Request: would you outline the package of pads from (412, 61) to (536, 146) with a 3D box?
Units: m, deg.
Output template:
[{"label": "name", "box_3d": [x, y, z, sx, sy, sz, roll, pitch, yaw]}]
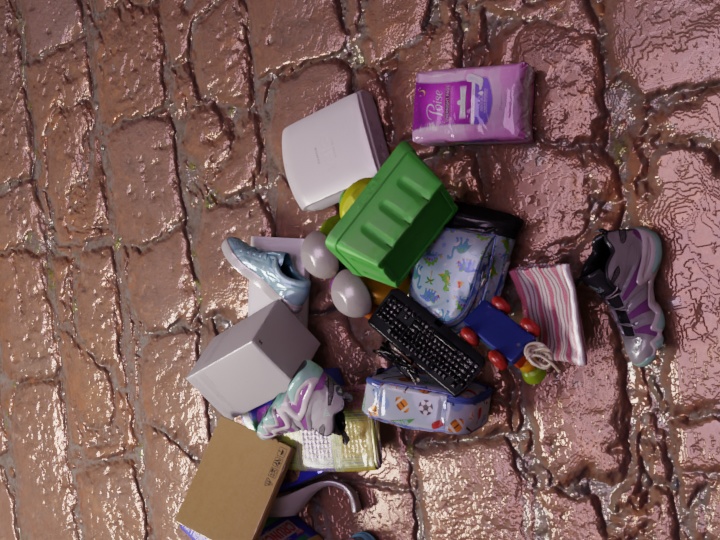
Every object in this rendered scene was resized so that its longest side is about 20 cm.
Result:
[{"label": "package of pads", "box_3d": [0.182, -0.264, 1.460, 0.198, 0.075, 0.122, 3, 90, 33]}]

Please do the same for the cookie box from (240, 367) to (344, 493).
[{"label": "cookie box", "box_3d": [-0.102, 0.291, 1.650, 0.199, 0.075, 0.173, -30, 75, 28]}]

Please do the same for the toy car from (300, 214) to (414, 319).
[{"label": "toy car", "box_3d": [0.000, 0.000, 1.551, 0.200, 0.174, 0.151, 50, 151, 21]}]

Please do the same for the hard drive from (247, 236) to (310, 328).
[{"label": "hard drive", "box_3d": [-0.154, 0.039, 1.709, 0.131, 0.026, 0.203, 4, 93, 33]}]

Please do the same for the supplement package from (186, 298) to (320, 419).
[{"label": "supplement package", "box_3d": [-0.193, 0.164, 1.641, 0.199, 0.122, 0.120, -30, 110, 38]}]

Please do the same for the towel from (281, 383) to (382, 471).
[{"label": "towel", "box_3d": [-0.052, 0.273, 1.563, 0.198, 0.023, 0.145, -10, 86, 30]}]

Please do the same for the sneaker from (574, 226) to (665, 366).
[{"label": "sneaker", "box_3d": [0.360, 0.037, 1.306, 0.078, 0.138, 0.203, 164, 107, -66]}]

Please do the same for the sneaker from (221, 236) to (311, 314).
[{"label": "sneaker", "box_3d": [-0.164, -0.013, 1.662, 0.200, 0.074, 0.082, 39, 109, 14]}]

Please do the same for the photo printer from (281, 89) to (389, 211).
[{"label": "photo printer", "box_3d": [-0.050, -0.205, 1.613, 0.199, 0.069, 0.168, -19, 80, 31]}]

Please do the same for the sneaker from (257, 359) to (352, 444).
[{"label": "sneaker", "box_3d": [-0.082, 0.252, 1.519, 0.139, 0.078, 0.200, 35, 132, -3]}]

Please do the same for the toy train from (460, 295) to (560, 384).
[{"label": "toy train", "box_3d": [0.245, 0.132, 1.354, 0.085, 0.116, 0.200, -44, 41, -5]}]

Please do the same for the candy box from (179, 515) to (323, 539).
[{"label": "candy box", "box_3d": [-0.198, 0.479, 1.659, 0.199, 0.168, 0.078, 36, 112, 27]}]

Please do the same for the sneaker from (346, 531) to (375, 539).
[{"label": "sneaker", "box_3d": [-0.058, 0.535, 1.613, 0.200, 0.095, 0.079, -50, 66, 23]}]

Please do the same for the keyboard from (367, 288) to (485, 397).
[{"label": "keyboard", "box_3d": [0.087, 0.117, 1.390, 0.200, 0.040, 0.105, 38, 97, 31]}]

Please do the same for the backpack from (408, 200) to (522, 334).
[{"label": "backpack", "box_3d": [0.155, 0.003, 1.454, 0.162, 0.153, 0.202, 18, 112, 27]}]

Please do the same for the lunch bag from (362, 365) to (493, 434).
[{"label": "lunch bag", "box_3d": [0.106, 0.204, 1.469, 0.198, 0.160, 0.076, 11, 99, 26]}]

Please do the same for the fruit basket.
[{"label": "fruit basket", "box_3d": [0.025, -0.096, 1.422, 0.213, 0.156, 0.218, -9, 64, 20]}]

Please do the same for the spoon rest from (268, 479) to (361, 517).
[{"label": "spoon rest", "box_3d": [-0.098, 0.410, 1.640, 0.198, 0.099, 0.061, -5, 78, 13]}]

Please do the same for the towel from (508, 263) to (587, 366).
[{"label": "towel", "box_3d": [0.276, 0.064, 1.348, 0.030, 0.200, 0.148, -12, 91, -10]}]

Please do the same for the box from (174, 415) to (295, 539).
[{"label": "box", "box_3d": [-0.220, 0.375, 1.594, 0.162, 0.021, 0.202, 17, 78, 28]}]
